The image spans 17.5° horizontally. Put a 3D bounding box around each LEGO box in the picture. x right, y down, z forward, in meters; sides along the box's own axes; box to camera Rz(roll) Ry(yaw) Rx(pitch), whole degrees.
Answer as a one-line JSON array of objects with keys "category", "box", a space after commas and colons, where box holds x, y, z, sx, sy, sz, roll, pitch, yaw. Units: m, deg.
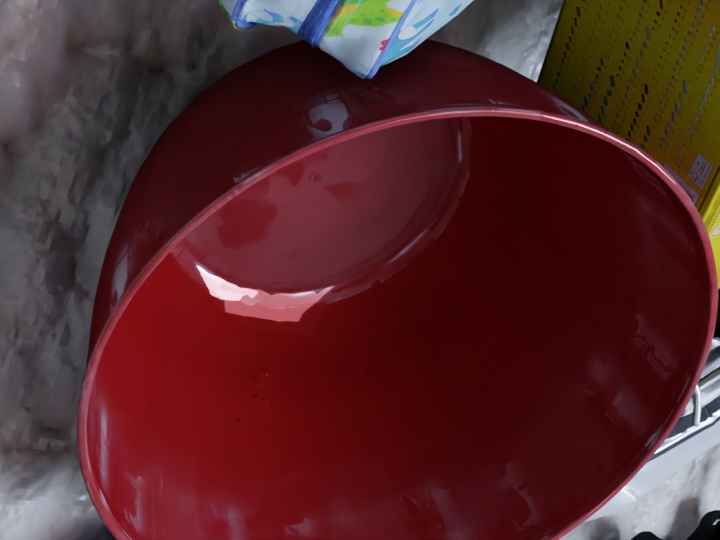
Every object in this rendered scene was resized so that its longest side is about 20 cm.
[{"category": "LEGO box", "box": [0.134, -0.084, 0.752, 0.149, 0.077, 0.200, -38, 163, -24]}]

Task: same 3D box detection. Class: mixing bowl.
[{"category": "mixing bowl", "box": [0.000, 0.000, 0.734, 0.199, 0.109, 0.201, -11, 133, -12]}]

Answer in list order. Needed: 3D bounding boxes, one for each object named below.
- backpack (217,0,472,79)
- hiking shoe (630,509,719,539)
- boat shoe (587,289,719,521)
[{"category": "backpack", "box": [0.019, -0.147, 0.660, 0.200, 0.154, 0.163, -22, 166, -36]}, {"category": "hiking shoe", "box": [0.115, 0.165, 1.013, 0.200, 0.075, 0.101, -35, 123, -44]}, {"category": "boat shoe", "box": [0.120, 0.034, 0.904, 0.199, 0.074, 0.068, -21, 124, -1]}]
